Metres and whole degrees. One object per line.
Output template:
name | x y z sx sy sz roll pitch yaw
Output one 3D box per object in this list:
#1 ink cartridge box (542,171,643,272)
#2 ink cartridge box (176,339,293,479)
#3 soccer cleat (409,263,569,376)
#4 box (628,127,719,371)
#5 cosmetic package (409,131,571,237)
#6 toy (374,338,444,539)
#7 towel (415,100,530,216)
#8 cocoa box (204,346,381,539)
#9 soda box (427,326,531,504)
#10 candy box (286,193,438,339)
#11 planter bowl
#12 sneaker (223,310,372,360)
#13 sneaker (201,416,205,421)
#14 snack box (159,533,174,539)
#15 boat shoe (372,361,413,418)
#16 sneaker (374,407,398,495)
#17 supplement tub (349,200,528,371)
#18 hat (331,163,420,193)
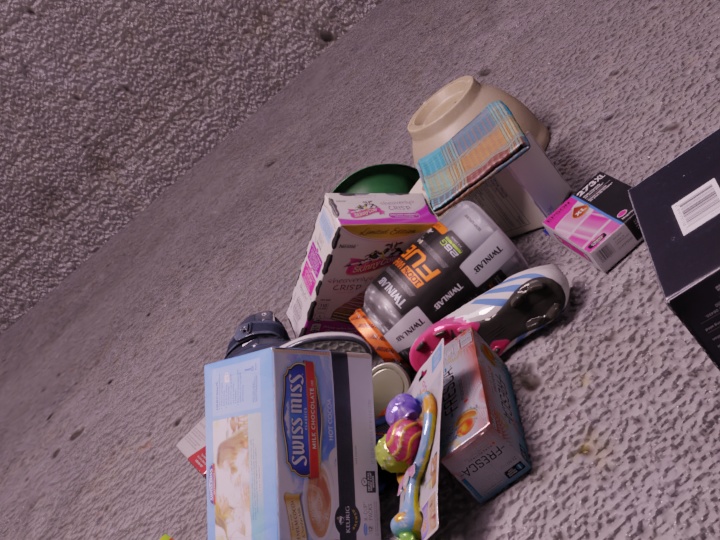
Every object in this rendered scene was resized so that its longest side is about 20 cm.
ink cartridge box | 0.270 -0.063 1.458 0.094 0.037 0.200 -41 17 1
ink cartridge box | -0.119 0.191 1.585 0.200 0.083 0.147 -45 20 -11
soccer cleat | 0.146 0.058 1.403 0.198 0.070 0.086 -29 9 22
box | 0.309 0.015 0.980 0.104 0.183 0.201 -34 21 18
cosmetic package | 0.161 -0.095 1.635 0.199 0.106 0.071 -16 30 48
toy | 0.042 0.174 1.213 0.116 0.047 0.202 119 158 -50
towel | 0.138 -0.145 1.600 0.146 0.022 0.200 -37 18 11
cocoa box | -0.072 0.187 1.282 0.133 0.130 0.203 -17 72 49
soda box | 0.115 0.139 1.264 0.063 0.068 0.201 -38 19 16
candy box | 0.000 0.000 1.555 0.061 0.135 0.202 -117 35 -41
planter bowl | 0.151 -0.189 1.810 0.199 0.135 0.201 -36 20 15
sneaker | -0.076 0.091 1.493 0.200 0.078 0.147 -16 22 15
sneaker | -0.138 0.176 1.697 0.199 0.073 0.071 -37 8 -14
snack box | -0.253 0.403 1.433 0.200 0.053 0.142 -48 19 -16
boat shoe | -0.011 0.176 1.438 0.200 0.074 0.066 -52 -10 16
sneaker | 0.000 0.204 1.345 0.199 0.075 0.079 -32 24 30
supplement tub | 0.090 0.026 1.479 0.200 0.123 0.123 -42 19 -2
hat | 0.041 -0.031 1.698 0.197 0.168 0.177 -3 35 -21
